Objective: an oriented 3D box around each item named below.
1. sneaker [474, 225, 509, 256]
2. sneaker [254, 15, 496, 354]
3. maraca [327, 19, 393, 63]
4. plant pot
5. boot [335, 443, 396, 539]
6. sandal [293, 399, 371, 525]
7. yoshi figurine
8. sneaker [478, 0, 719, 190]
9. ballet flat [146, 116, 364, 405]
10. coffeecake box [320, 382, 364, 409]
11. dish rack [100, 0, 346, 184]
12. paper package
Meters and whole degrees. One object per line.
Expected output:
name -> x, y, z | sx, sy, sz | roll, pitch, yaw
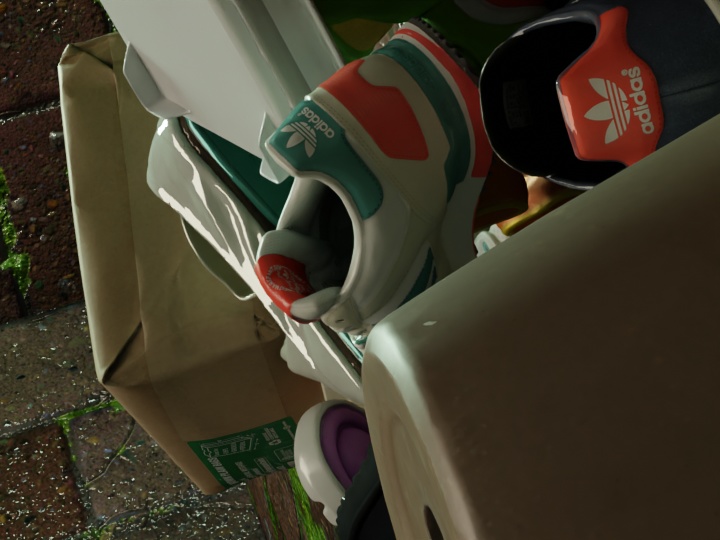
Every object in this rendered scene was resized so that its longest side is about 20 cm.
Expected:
sneaker -> 0.078, 0.020, 0.957 | 0.200, 0.074, 0.089 | -120, 21, -65
sneaker -> 0.000, 0.000, 0.822 | 0.070, 0.093, 0.201 | 44, 152, 33
maraca -> -0.033, -0.172, 1.082 | 0.138, 0.106, 0.200 | 71, -163, 8
plant pot -> 0.098, 0.046, 0.535 | 0.200, 0.173, 0.202 | 162, 90, -81
boot -> 0.058, 0.141, 0.844 | 0.201, 0.076, 0.169 | 101, 148, -61
sandal -> 0.052, 0.130, 1.023 | 0.202, 0.050, 0.083 | 37, -140, -26
yoshi figurine -> 0.027, -0.109, 0.929 | 0.112, 0.111, 0.202 | 86, 170, -80
sneaker -> 0.076, -0.065, 0.757 | 0.200, 0.084, 0.076 | -176, 70, -81
ballet flat -> -0.027, 0.005, 0.988 | 0.200, 0.069, 0.069 | 50, 167, 9
coffeecake box -> 0.016, 0.000, 1.127 | 0.200, 0.072, 0.155 | -83, -18, -68
dish rack -> -0.077, -0.117, 0.866 | 0.171, 0.043, 0.201 | 32, 156, 51
paper package -> -0.075, -0.002, 1.138 | 0.200, 0.102, 0.192 | 62, -163, -65
